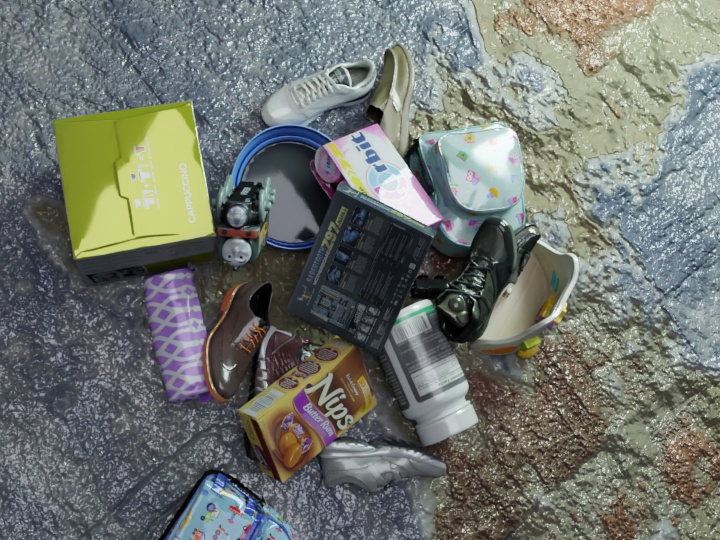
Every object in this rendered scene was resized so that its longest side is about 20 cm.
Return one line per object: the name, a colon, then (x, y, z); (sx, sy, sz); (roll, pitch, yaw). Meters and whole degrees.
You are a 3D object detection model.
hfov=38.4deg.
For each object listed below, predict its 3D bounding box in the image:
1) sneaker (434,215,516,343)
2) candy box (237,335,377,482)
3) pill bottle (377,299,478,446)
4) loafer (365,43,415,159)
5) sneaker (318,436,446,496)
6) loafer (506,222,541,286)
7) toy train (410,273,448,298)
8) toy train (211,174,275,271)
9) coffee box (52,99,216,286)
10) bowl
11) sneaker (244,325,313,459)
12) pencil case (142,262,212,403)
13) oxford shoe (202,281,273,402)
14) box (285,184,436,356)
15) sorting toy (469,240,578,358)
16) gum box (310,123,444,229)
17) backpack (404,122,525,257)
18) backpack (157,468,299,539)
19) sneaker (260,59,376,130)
sneaker: (0.172, 0.018, 1.541); (0.076, 0.114, 0.202); (26, 104, 19)
candy box: (-0.074, 0.200, 1.513); (0.199, 0.056, 0.118); (-37, 123, -30)
pill bottle: (0.097, 0.157, 1.577); (0.112, 0.113, 0.202); (-22, 84, -15)
loafer: (0.045, -0.273, 1.673); (0.066, 0.076, 0.203); (5, 77, -17)
sneaker: (0.031, 0.301, 1.566); (0.197, 0.075, 0.083); (6, 92, -5)
loafer: (0.219, 0.016, 1.616); (0.200, 0.072, 0.063); (-49, 60, 17)
toy train: (0.041, 0.026, 1.628); (0.197, 0.046, 0.035); (1, 64, -13)
toy train: (-0.167, -0.071, 1.492); (0.084, 0.200, 0.116); (3, 105, -2)
coffee box: (-0.323, -0.108, 1.494); (0.197, 0.198, 0.203); (-10, 81, -12)
bowl: (-0.107, -0.128, 1.630); (0.198, 0.039, 0.204); (2, 78, -11)
sneaker: (-0.109, 0.187, 1.549); (0.114, 0.076, 0.203); (10, 76, -13)
pencil case: (-0.266, 0.096, 1.527); (0.083, 0.086, 0.203); (-13, 81, 2)
oxford shoe: (-0.176, 0.097, 1.511); (0.071, 0.072, 0.202); (40, 46, -37)
box: (0.000, 0.000, 1.495); (0.156, 0.051, 0.202); (25, 106, 4)
sorting toy: (0.279, 0.048, 1.603); (0.106, 0.180, 0.201); (31, 74, -4)
gum box: (0.022, -0.123, 1.583); (0.113, 0.066, 0.201); (-25, 73, -34)
backpack: (0.176, -0.126, 1.636); (0.173, 0.153, 0.203); (-9, 88, -19)
backpack: (-0.180, 0.404, 1.458); (0.199, 0.134, 0.183); (37, 74, -5)
sneaker: (-0.068, -0.288, 1.651); (0.198, 0.080, 0.077); (-26, 86, -14)
